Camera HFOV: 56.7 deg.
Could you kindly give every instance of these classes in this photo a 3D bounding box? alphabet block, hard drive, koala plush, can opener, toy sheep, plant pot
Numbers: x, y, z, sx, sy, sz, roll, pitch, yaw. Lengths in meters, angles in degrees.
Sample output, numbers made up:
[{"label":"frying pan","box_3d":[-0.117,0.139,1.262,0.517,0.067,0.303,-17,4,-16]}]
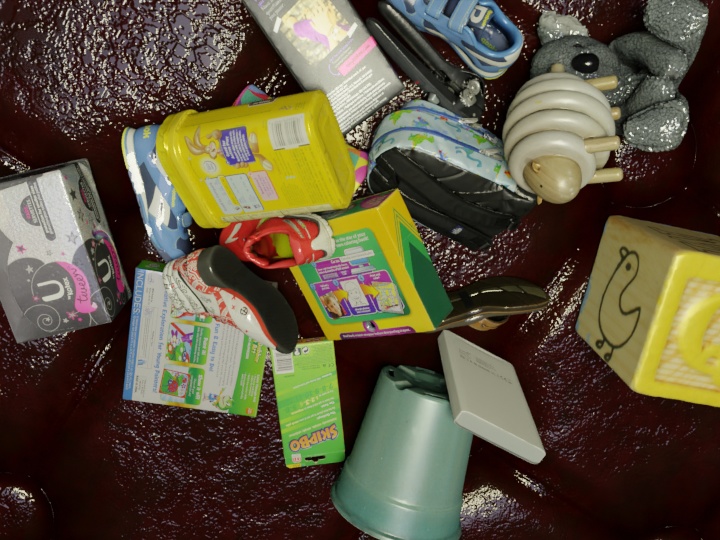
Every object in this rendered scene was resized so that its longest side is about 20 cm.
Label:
[{"label":"alphabet block","box_3d":[0.441,0.052,0.917,0.193,0.200,0.198,8,105,-7]},{"label":"hard drive","box_3d":[0.176,0.168,0.929,0.131,0.201,0.027,28,111,-12]},{"label":"koala plush","box_3d":[0.310,-0.245,0.858,0.197,0.184,0.180,9,97,14]},{"label":"can opener","box_3d":[0.083,-0.253,0.838,0.199,0.078,0.064,33,74,-28]},{"label":"toy sheep","box_3d":[0.229,-0.161,0.766,0.136,0.202,0.139,9,146,6]},{"label":"plant pot","box_3d":[0.074,0.254,0.960,0.197,0.200,0.199,13,98,-8]}]

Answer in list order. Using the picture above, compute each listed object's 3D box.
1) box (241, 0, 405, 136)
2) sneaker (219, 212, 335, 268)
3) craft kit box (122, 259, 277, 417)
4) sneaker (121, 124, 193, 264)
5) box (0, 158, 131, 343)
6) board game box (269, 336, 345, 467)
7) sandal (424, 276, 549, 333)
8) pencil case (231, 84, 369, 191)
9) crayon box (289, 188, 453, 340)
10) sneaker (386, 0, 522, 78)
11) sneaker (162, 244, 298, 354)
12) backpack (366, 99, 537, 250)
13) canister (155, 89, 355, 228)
[{"label":"box","box_3d":[-0.046,-0.278,0.819,0.105,0.122,0.201,-34,106,7]},{"label":"sneaker","box_3d":[-0.125,-0.039,0.852,0.198,0.085,0.078,0,110,41]},{"label":"craft kit box","box_3d":[-0.229,0.100,0.958,0.195,0.049,0.203,11,105,-5]},{"label":"sneaker","box_3d":[-0.248,-0.096,0.883,0.081,0.074,0.203,-14,108,-3]},{"label":"box","box_3d":[-0.398,-0.028,0.867,0.130,0.115,0.203,-13,108,-1]},{"label":"board game box","box_3d":[-0.078,0.201,1.008,0.094,0.030,0.203,-6,104,-2]},{"label":"sandal","box_3d":[0.172,0.061,0.964,0.197,0.082,0.055,-16,124,-1]},{"label":"pencil case","box_3d":[-0.081,-0.160,0.874,0.198,0.089,0.089,29,102,-14]},{"label":"crayon box","box_3d":[0.000,0.000,0.880,0.198,0.058,0.174,-10,112,43]},{"label":"sneaker","box_3d":[0.120,-0.320,0.829,0.198,0.082,0.075,29,90,-13]},{"label":"sneaker","box_3d":[-0.174,0.046,0.897,0.107,0.068,0.202,-11,136,31]},{"label":"backpack","box_3d":[0.103,-0.125,0.862,0.197,0.163,0.156,10,65,-18]},{"label":"canister","box_3d":[-0.119,-0.129,0.794,0.197,0.087,0.150,-4,134,21]}]
